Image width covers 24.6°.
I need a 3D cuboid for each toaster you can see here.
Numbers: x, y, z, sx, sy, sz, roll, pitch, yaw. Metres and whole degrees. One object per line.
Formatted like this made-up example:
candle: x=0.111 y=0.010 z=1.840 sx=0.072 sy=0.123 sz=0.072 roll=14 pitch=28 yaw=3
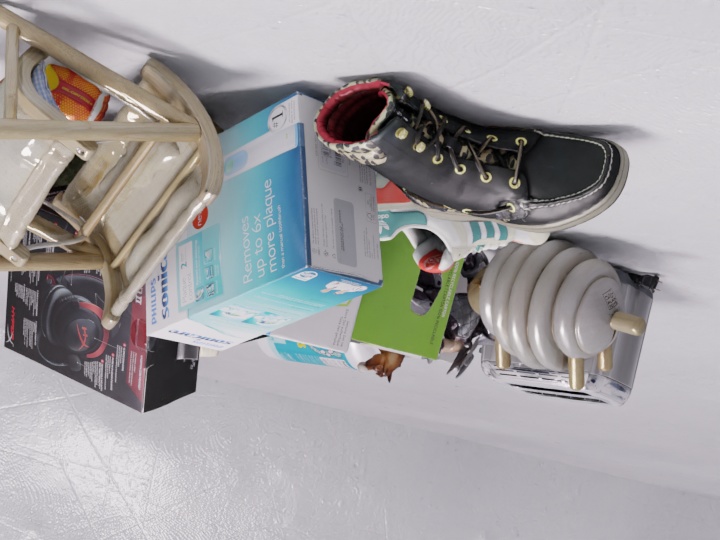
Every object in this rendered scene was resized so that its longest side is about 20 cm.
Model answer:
toaster: x=0.215 y=0.065 z=1.702 sx=0.199 sy=0.130 sz=0.113 roll=4 pitch=168 yaw=36

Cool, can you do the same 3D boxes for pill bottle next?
pill bottle: x=-0.025 y=0.063 z=2.022 sx=0.199 sy=0.111 sz=0.111 roll=5 pitch=167 yaw=33

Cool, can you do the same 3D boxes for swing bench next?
swing bench: x=-0.237 y=-0.075 z=1.291 sx=0.199 sy=0.130 sz=0.199 roll=16 pitch=139 yaw=-28

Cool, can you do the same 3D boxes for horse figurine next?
horse figurine: x=0.031 y=0.045 z=1.832 sx=0.132 sy=0.050 sz=0.200 roll=10 pitch=-147 yaw=35

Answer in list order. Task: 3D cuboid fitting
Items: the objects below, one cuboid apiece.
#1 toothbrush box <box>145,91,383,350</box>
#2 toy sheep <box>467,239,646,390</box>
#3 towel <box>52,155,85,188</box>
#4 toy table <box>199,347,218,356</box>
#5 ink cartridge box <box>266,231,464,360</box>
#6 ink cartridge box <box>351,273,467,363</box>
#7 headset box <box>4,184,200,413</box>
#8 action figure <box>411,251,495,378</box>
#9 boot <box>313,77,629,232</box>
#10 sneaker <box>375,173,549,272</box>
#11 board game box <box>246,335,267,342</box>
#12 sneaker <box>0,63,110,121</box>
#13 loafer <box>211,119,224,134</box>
toothbrush box: x=-0.082 y=-0.034 z=1.324 sx=0.085 sy=0.147 sz=0.200 roll=14 pitch=154 yaw=-41
toy sheep: x=0.187 y=0.036 z=1.579 sx=0.199 sy=0.139 sz=0.138 roll=12 pitch=171 yaw=36
towel: x=-0.291 y=-0.062 z=1.590 sx=0.036 sy=0.149 sz=0.200 roll=-12 pitch=161 yaw=20
toy table: x=-0.161 y=-0.012 z=1.612 sx=0.199 sy=0.118 sz=0.184 roll=6 pitch=-153 yaw=-7
ink cartridge box: x=0.000 y=0.000 z=1.524 sx=0.199 sy=0.149 sz=0.076 roll=13 pitch=-173 yaw=-9
ink cartridge box: x=0.026 y=0.021 z=1.725 sx=0.199 sy=0.116 sz=0.068 roll=13 pitch=168 yaw=-9
headset box: x=-0.219 y=0.026 z=1.465 sx=0.199 sy=0.149 sz=0.075 roll=20 pitch=-156 yaw=32
action figure: x=0.069 y=0.024 z=1.655 sx=0.199 sy=0.130 sz=0.069 roll=32 pitch=146 yaw=-10
boot: x=0.079 y=-0.087 z=1.222 sx=0.203 sy=0.074 sz=0.153 roll=1 pitch=162 yaw=41
sneaker: x=0.082 y=-0.037 z=1.417 sx=0.199 sy=0.094 sz=0.070 roll=22 pitch=166 yaw=-41
board game box: x=-0.196 y=0.044 z=1.660 sx=0.199 sy=0.028 sz=0.135 roll=-13 pitch=-147 yaw=-33
sneaker: x=-0.282 y=-0.140 z=1.413 sx=0.077 sy=0.073 sz=0.200 roll=34 pitch=154 yaw=-24
loafer: x=-0.179 y=-0.095 z=1.461 sx=0.067 sy=0.076 sz=0.200 roll=26 pitch=164 yaw=-30
